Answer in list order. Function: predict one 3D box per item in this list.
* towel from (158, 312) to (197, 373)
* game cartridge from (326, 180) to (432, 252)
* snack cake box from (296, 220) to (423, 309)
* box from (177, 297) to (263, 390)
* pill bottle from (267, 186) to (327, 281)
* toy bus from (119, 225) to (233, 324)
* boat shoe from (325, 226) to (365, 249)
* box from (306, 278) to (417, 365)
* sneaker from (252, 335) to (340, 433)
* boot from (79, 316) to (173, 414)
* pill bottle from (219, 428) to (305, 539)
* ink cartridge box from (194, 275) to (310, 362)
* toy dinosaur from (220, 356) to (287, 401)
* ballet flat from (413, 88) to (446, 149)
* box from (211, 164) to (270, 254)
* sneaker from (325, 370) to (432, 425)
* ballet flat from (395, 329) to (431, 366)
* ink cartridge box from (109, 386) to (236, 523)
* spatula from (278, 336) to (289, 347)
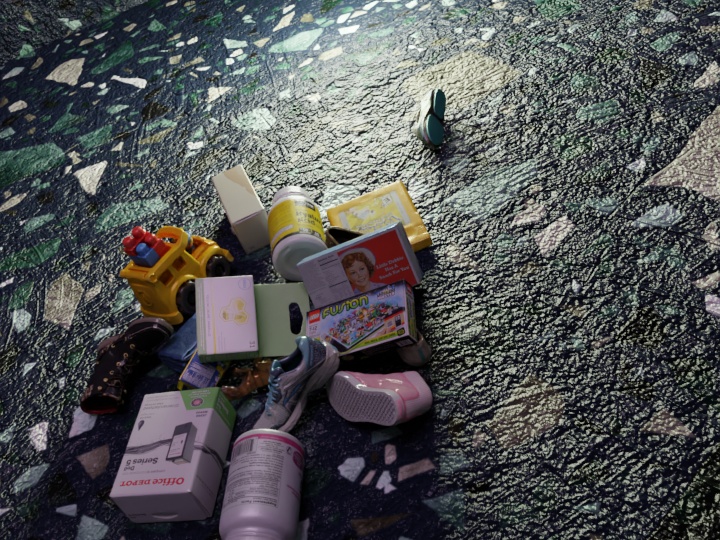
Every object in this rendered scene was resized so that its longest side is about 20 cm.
[{"bbox_3d":[-0.294,0.108,1.541,0.112,0.049,0.200,9,50,45],"label":"towel"},{"bbox_3d":[0.034,-0.088,1.629,0.176,0.032,0.200,-22,41,0],"label":"game cartridge"},{"bbox_3d":[0.000,0.000,1.456,0.200,0.115,0.067,-21,7,14],"label":"snack cake box"},{"bbox_3d":[-0.250,0.132,1.447,0.064,0.070,0.200,29,64,-2],"label":"box"},{"bbox_3d":[-0.131,-0.082,1.633,0.111,0.111,0.200,-19,42,3],"label":"pill bottle"},{"bbox_3d":[-0.379,-0.021,1.609,0.136,0.192,0.200,6,46,40],"label":"toy bus"},{"bbox_3d":[0.019,-0.026,1.514,0.200,0.068,0.072,20,68,21],"label":"boat shoe"},{"bbox_3d":[-0.002,0.096,1.375,0.200,0.035,0.110,-20,54,24],"label":"box"},{"bbox_3d":[-0.126,0.189,1.328,0.200,0.086,0.078,-54,33,3],"label":"sneaker"},{"bbox_3d":[-0.437,0.178,1.497,0.200,0.073,0.151,-22,40,30],"label":"boot"},{"bbox_3d":[-0.145,0.346,1.187,0.113,0.113,0.200,-10,43,13],"label":"pill bottle"},{"bbox_3d":[-0.186,0.081,1.414,0.200,0.048,0.146,-4,65,-7],"label":"ink cartridge box"},{"bbox_3d":[-0.160,0.173,1.435,0.200,0.060,0.106,-26,55,-21],"label":"toy dinosaur"},{"bbox_3d":[0.153,-0.330,1.819,0.074,0.074,0.200,-4,43,20],"label":"ballet flat"},{"bbox_3d":[-0.254,-0.135,1.757,0.078,0.095,0.200,-26,43,-5],"label":"box"},{"bbox_3d":[0.034,0.200,1.304,0.105,0.075,0.200,-11,10,-37],"label":"sneaker"},{"bbox_3d":[0.060,0.090,1.406,0.067,0.062,0.200,-33,42,-13],"label":"ballet flat"},{"bbox_3d":[-0.302,0.300,1.324,0.145,0.084,0.200,-8,43,15],"label":"ink cartridge box"},{"bbox_3d":[-0.182,0.108,1.507,0.057,0.021,0.200,-38,28,-17],"label":"spatula"}]
